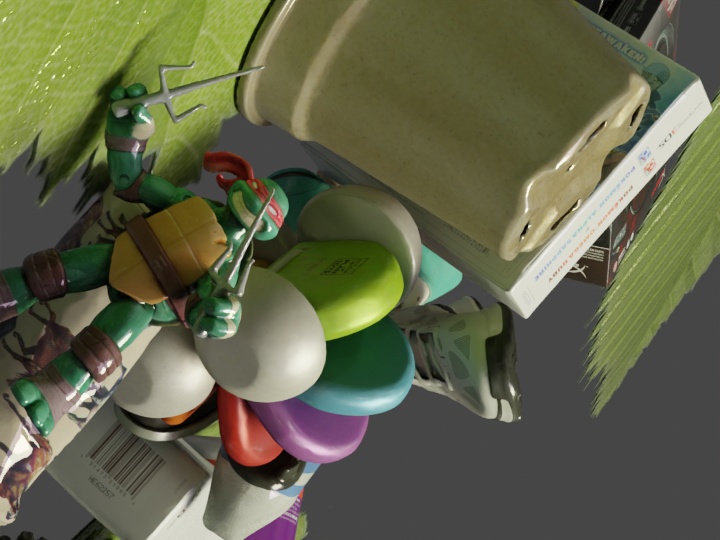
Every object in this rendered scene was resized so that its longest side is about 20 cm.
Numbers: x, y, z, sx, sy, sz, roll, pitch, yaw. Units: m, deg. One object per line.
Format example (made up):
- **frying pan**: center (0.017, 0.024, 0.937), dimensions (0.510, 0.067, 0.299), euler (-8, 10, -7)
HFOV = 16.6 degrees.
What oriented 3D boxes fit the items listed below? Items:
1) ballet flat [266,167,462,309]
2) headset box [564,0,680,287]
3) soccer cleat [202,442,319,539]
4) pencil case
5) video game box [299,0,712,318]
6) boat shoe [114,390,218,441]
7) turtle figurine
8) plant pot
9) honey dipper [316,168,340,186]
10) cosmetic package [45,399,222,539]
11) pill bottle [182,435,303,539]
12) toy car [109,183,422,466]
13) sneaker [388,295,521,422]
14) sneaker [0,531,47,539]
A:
- **ballet flat**: center (0.000, 0.000, 1.636), dimensions (0.067, 0.071, 0.200), euler (-19, 149, 30)
- **headset box**: center (0.164, -0.116, 1.704), dimensions (0.149, 0.077, 0.201), euler (-56, 154, -48)
- **soccer cleat**: center (-0.049, 0.104, 1.624), dimensions (0.086, 0.070, 0.200), euler (-59, 174, 36)
- **pencil case**: center (-0.163, 0.047, 1.360), dimensions (0.200, 0.078, 0.089), euler (-50, 129, -2)
- **video game box**: center (0.090, -0.092, 1.563), dimensions (0.182, 0.200, 0.047), euler (-48, 145, -6)
- **boat shoe**: center (-0.093, 0.038, 1.613), dimensions (0.201, 0.072, 0.061), euler (-46, 164, -49)
- **turtle figurine**: center (-0.104, -0.008, 1.267), dimensions (0.200, 0.150, 0.101), euler (-34, 150, -5)
- **plant pot**: center (0.060, -0.111, 1.445), dimensions (0.200, 0.183, 0.201), euler (-46, 166, -15)
- **honey dipper**: center (-0.038, -0.018, 1.707), dimensions (0.038, 0.038, 0.200), euler (-40, 169, -36)
- **cosmetic package**: center (-0.142, 0.145, 1.669), dimensions (0.074, 0.102, 0.200), euler (-48, 165, -5)
- **pill bottle**: center (-0.109, 0.228, 1.807), dimensions (0.112, 0.112, 0.201), euler (70, 29, -75)
- **toy car**: center (-0.051, 0.047, 1.480), dimensions (0.199, 0.151, 0.175), euler (-10, -161, 36)
- **sneaker**: center (0.033, 0.060, 1.540), dimensions (0.115, 0.076, 0.200), euler (-7, -175, -8)
- **sneaker**: center (-0.269, 0.262, 1.620), dimensions (0.200, 0.078, 0.085), euler (-39, 164, -41)
